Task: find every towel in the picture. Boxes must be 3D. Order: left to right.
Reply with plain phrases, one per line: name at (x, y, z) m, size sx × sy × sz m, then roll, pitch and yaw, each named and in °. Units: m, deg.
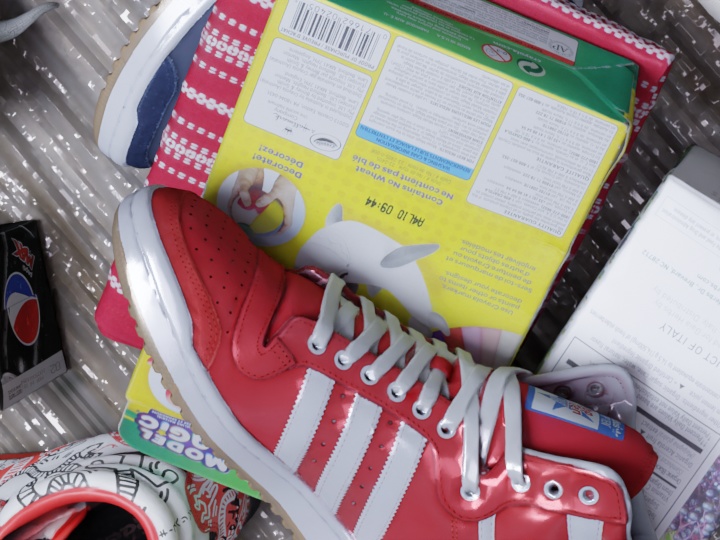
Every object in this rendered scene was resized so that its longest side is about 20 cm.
towel at (0.002, -0.025, 0.752) m, size 0.144 × 0.022 × 0.200 m, roll 24°, pitch 125°, yaw -4°

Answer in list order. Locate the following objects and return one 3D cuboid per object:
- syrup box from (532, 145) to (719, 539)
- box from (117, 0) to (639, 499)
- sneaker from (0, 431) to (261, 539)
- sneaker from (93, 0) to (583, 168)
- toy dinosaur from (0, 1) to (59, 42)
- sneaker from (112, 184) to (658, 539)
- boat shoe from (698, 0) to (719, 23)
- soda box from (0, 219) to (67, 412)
syrup box at (0.089, 0.063, 0.762) m, size 0.081 × 0.079 × 0.200 m, roll 33°, pitch 107°, yaw 6°
box at (0.000, 0.000, 0.729) m, size 0.117 × 0.048 × 0.200 m, roll 23°, pitch 123°, yaw -3°
sneaker at (-0.141, 0.108, 0.815) m, size 0.201 × 0.108 × 0.067 m, roll -18°, pitch 95°, yaw 17°
sneaker at (0.002, -0.085, 0.762) m, size 0.108 × 0.070 × 0.200 m, roll 45°, pitch 105°, yaw 5°
toy dinosaur at (-0.203, -0.040, 0.782) m, size 0.102 × 0.077 × 0.200 m, roll 37°, pitch 99°, yaw -33°
sneaker at (0.017, 0.038, 0.681) m, size 0.112 × 0.071 × 0.200 m, roll -27°, pitch 113°, yaw 22°
boat shoe at (0.099, -0.175, 0.725) m, size 0.068 × 0.072 × 0.200 m, roll -33°, pitch 84°, yaw -3°
soda box at (-0.219, 0.030, 0.840) m, size 0.200 × 0.071 × 0.063 m, roll -9°, pitch 98°, yaw 16°
